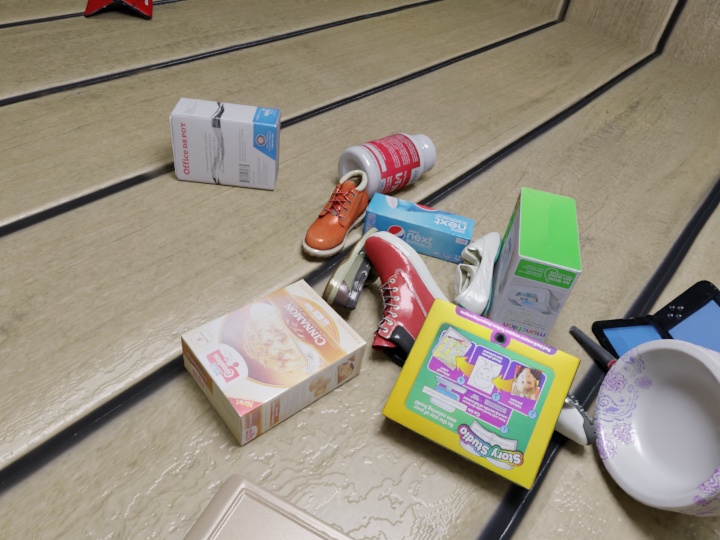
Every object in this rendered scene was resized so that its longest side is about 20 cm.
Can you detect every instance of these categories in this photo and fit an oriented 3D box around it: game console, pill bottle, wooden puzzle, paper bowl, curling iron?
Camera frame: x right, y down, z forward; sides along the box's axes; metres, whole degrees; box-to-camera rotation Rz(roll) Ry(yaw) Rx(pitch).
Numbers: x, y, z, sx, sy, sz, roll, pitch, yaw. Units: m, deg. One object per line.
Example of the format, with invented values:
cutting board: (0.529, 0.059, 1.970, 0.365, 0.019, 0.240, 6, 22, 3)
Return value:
game console: (-0.786, -0.864, 1.757, 0.172, 0.119, 0.200, 22, 31, -36)
pill bottle: (0.061, -0.224, 1.130, 0.200, 0.112, 0.112, -24, 51, -32)
wooden puzzle: (-0.104, 0.326, 0.542, 0.199, 0.037, 0.185, 19, 42, 17)
paper bowl: (0.401, 0.193, 0.662, 0.104, 0.201, 0.201, 17, 38, -19)
curling iron: (0.387, 0.155, 0.827, 0.049, 0.026, 0.200, -18, 45, -7)
game console: (0.500, 0.118, 0.834, 0.116, 0.176, 0.200, 23, 34, -30)

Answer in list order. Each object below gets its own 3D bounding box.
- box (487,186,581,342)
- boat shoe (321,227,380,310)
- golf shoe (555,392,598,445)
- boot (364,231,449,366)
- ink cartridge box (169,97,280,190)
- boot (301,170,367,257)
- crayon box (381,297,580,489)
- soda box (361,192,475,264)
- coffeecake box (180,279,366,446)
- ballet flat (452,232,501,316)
box: (0.280, -0.004, 0.877, 0.096, 0.177, 0.200, 15, 42, 6)
boat shoe: (0.000, 0.000, 0.907, 0.065, 0.073, 0.200, 32, 45, 2)
golf shoe: (0.226, 0.184, 0.748, 0.094, 0.078, 0.200, -41, 61, -16)
boot: (0.044, 0.042, 0.823, 0.144, 0.072, 0.200, -32, 81, -35)
ink cartridge box: (-0.265, -0.252, 1.073, 0.199, 0.145, 0.084, 6, 40, -5)
boot: (-0.044, -0.108, 0.986, 0.075, 0.107, 0.200, 23, 44, 12)
crayon box: (0.155, 0.156, 0.700, 0.200, 0.058, 0.173, 24, 78, 17)
soda box: (0.109, -0.080, 1.015, 0.199, 0.064, 0.068, 17, 42, 7)
coffeecake box: (-0.119, 0.117, 0.741, 0.200, 0.073, 0.153, -26, 53, -33)
ballet flat: (0.201, -0.007, 0.932, 0.069, 0.070, 0.200, 16, 50, 7)
